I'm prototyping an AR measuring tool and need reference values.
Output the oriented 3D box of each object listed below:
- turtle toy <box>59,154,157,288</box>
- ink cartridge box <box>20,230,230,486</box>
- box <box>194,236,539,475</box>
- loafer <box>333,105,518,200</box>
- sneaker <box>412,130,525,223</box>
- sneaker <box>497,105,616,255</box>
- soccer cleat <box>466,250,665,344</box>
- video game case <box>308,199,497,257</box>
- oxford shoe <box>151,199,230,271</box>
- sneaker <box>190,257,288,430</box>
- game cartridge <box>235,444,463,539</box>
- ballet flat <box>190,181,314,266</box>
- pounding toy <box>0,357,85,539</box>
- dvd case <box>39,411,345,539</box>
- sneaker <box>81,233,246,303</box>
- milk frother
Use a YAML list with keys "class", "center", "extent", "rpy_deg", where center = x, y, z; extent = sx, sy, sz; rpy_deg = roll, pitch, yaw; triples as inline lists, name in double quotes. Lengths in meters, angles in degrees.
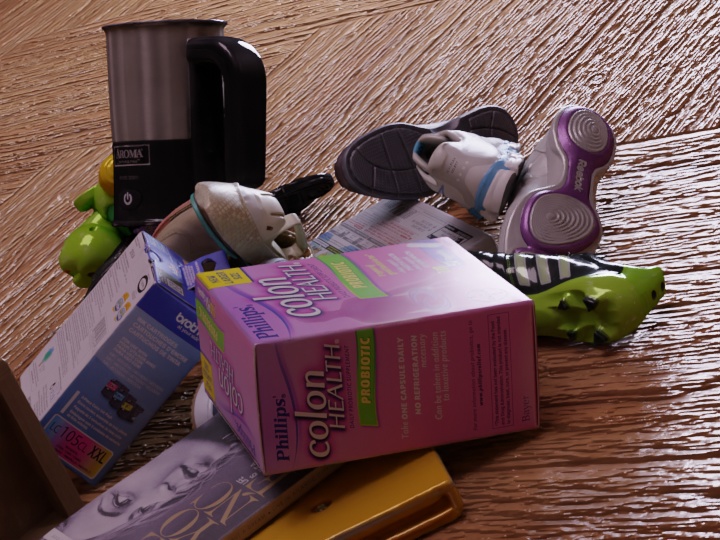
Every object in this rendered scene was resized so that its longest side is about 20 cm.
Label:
- class: "turtle toy"
  center: [-0.212, -0.058, 2.049]
  extent: [0.200, 0.101, 0.146]
  rpy_deg: [-31, -8, -15]
- class: "ink cartridge box"
  center: [-0.186, 0.057, 1.689]
  extent: [0.200, 0.076, 0.136]
  rpy_deg: [-51, 20, 9]
- class: "box"
  center: [0.001, 0.055, 1.472]
  extent: [0.200, 0.097, 0.176]
  rpy_deg: [-9, 18, -15]
- class: "loafer"
  center: [0.054, -0.101, 1.899]
  extent: [0.200, 0.072, 0.063]
  rpy_deg: [-17, -1, -35]
- class: "sneaker"
  center: [0.087, -0.091, 1.763]
  extent: [0.200, 0.087, 0.075]
  rpy_deg: [-90, 25, -88]
- class: "sneaker"
  center: [0.153, -0.041, 1.693]
  extent: [0.100, 0.075, 0.200]
  rpy_deg: [-56, 6, 48]
- class: "soccer cleat"
  center: [0.139, 0.016, 1.570]
  extent: [0.200, 0.068, 0.081]
  rpy_deg: [9, 30, 45]
- class: "video game case"
  center: [0.000, 0.000, 1.803]
  extent: [0.182, 0.022, 0.200]
  rpy_deg: [-30, 23, -13]
- class: "oxford shoe"
  center: [-0.166, 0.019, 1.805]
  extent: [0.200, 0.071, 0.074]
  rpy_deg: [-54, 14, 31]
- class: "sneaker"
  center: [-0.053, 0.058, 1.642]
  extent: [0.108, 0.070, 0.200]
  rpy_deg: [-16, 34, 31]
- class: "game cartridge"
  center: [-0.030, 0.157, 1.461]
  extent: [0.176, 0.032, 0.200]
  rpy_deg: [-25, 19, -2]
- class: "ballet flat"
  center: [-0.085, -0.038, 1.731]
  extent: [0.062, 0.067, 0.200]
  rpy_deg: [-28, -20, 4]
- class: "pounding toy"
  center: [-0.349, 0.159, 1.581]
  extent: [0.200, 0.184, 0.142]
  rpy_deg: [-34, 23, -22]
- class: "dvd case"
  center: [-0.116, 0.160, 1.465]
  extent: [0.200, 0.016, 0.149]
  rpy_deg: [-36, 28, -22]
- class: "sneaker"
  center: [-0.166, -0.007, 1.921]
  extent: [0.199, 0.076, 0.114]
  rpy_deg: [-26, 27, 11]
- class: "milk frother"
  center: [-0.131, -0.138, 1.955]
  extent: [0.180, 0.188, 0.200]
  rpy_deg: [0, 4, 26]
